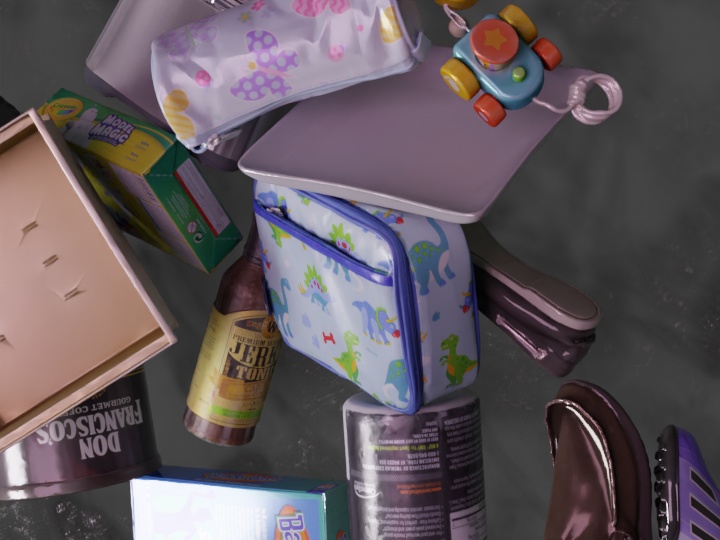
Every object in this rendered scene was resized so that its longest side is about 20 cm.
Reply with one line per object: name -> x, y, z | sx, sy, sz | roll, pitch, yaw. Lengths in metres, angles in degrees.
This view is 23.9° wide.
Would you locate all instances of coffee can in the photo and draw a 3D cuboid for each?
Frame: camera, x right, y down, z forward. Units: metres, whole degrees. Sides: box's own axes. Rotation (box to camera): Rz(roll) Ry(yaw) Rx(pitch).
coffee can -> -0.254, 0.078, 1.425 | 0.145, 0.146, 0.203 | -8, 92, 31

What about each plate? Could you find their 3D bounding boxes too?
plate -> 0.044, -0.098, 1.212 | 0.198, 0.200, 0.033 | 13, 131, 29

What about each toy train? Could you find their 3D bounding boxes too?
toy train -> 0.117, -0.200, 1.167 | 0.148, 0.056, 0.203 | -5, 76, 5

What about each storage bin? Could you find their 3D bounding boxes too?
storage bin -> -0.270, 0.014, 1.294 | 0.197, 0.094, 0.201 | -32, 96, 2

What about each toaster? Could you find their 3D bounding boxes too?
toaster -> -0.112, -0.165, 1.329 | 0.199, 0.113, 0.130 | 35, 110, 23

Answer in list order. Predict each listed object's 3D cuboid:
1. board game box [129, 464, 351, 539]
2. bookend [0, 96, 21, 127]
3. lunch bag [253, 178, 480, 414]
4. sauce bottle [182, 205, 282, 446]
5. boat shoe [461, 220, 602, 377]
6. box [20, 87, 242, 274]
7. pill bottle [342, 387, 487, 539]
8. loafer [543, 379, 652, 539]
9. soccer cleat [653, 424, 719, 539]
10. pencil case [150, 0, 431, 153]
board game box -> -0.098, 0.246, 1.412 | 0.198, 0.045, 0.154 | 2, 97, 31
bookend -> -0.390, -0.109, 1.452 | 0.198, 0.199, 0.093 | 37, 113, 21
lunch bag -> 0.000, 0.000, 1.251 | 0.199, 0.082, 0.162 | 32, 135, 47
sauce bottle -> -0.092, 0.041, 1.370 | 0.064, 0.064, 0.202 | 24, 110, 26
boat shoe -> 0.087, 0.007, 1.256 | 0.199, 0.067, 0.057 | 36, 120, 26
box -> -0.190, -0.076, 1.367 | 0.199, 0.048, 0.118 | 22, 152, 44
pill bottle -> 0.043, 0.193, 1.284 | 0.105, 0.106, 0.203 | 0, 97, 31
loafer -> 0.167, 0.179, 1.217 | 0.073, 0.070, 0.203 | -13, 90, 57
soccer cleat -> 0.250, 0.206, 1.196 | 0.072, 0.068, 0.203 | -9, 87, 7
pencil case -> -0.051, -0.155, 1.209 | 0.198, 0.083, 0.092 | -20, 56, 12
